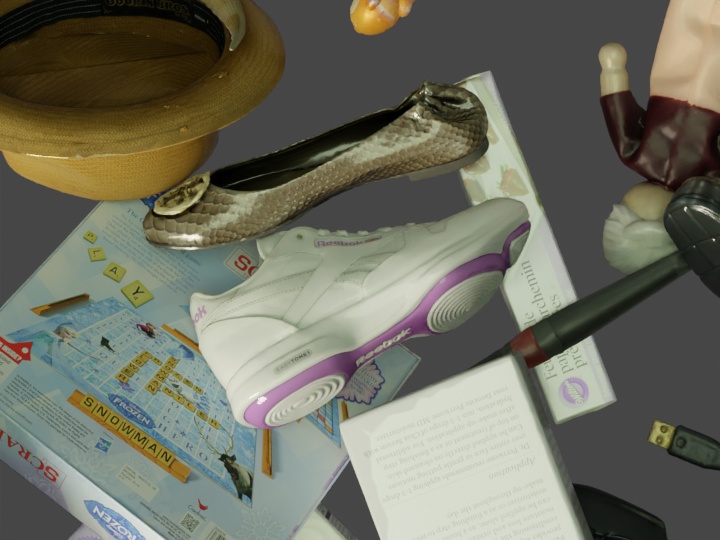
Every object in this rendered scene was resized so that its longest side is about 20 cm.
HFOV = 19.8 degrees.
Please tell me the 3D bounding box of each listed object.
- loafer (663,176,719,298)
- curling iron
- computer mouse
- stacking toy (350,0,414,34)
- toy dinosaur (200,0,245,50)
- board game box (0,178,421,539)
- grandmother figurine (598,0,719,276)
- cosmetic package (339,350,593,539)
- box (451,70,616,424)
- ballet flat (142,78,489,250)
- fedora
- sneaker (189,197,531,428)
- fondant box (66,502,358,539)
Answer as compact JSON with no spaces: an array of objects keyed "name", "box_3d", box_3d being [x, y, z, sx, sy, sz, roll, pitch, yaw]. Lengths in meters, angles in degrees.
[{"name":"loafer","box_3d":[0.252,-0.005,1.142,0.199,0.073,0.073,31,67,-23]},{"name":"curling iron","box_3d":[0.101,0.049,1.142,0.199,0.026,0.050,-37,110,-4]},{"name":"computer mouse","box_3d":[0.136,0.130,1.147,0.198,0.046,0.141,14,55,16]},{"name":"stacking toy","box_3d":[0.061,-0.211,1.156,0.110,0.116,0.200,43,105,-1]},{"name":"toy dinosaur","box_3d":[-0.093,-0.186,1.156,0.101,0.058,0.200,-37,59,-13]},{"name":"board game box","box_3d":[-0.095,0.060,1.121,0.199,0.041,0.200,38,50,2]},{"name":"grandmother figurine","box_3d":[0.189,-0.090,1.165,0.120,0.060,0.202,22,94,22]},{"name":"cosmetic package","box_3d":[0.073,0.154,1.077,0.101,0.071,0.202,-21,86,8]},{"name":"box","box_3d":[0.091,-0.013,1.174,0.038,0.041,0.202,-21,88,2]},{"name":"ballet flat","box_3d":[-0.026,-0.060,1.126,0.198,0.068,0.047,-17,120,1]},{"name":"fedora","box_3d":[-0.140,-0.095,1.143,0.198,0.202,0.082,1,129,2]},{"name":"sneaker","box_3d":[0.000,0.000,1.111,0.199,0.075,0.100,-28,65,-18]},{"name":"fondant box","box_3d":[-0.066,0.192,1.170,0.200,0.058,0.144,45,91,3]}]
